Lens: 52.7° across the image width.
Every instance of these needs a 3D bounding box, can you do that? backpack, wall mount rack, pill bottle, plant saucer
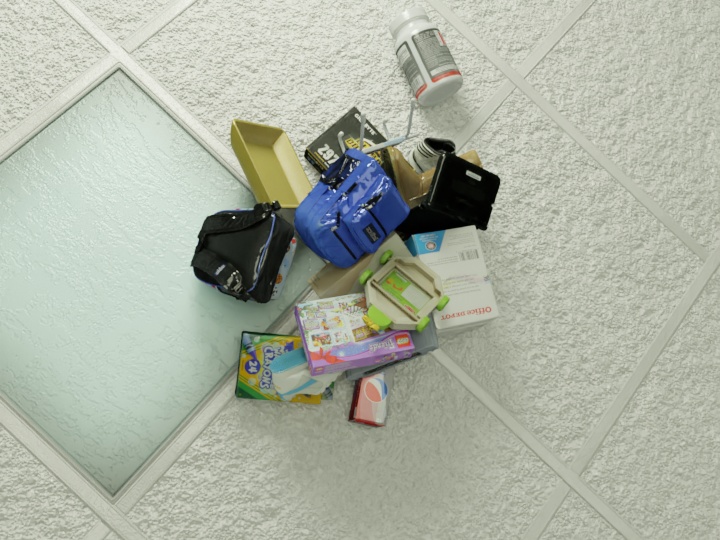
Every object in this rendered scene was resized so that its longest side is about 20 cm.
[{"bbox_3d":[-0.021,-0.110,1.407,0.200,0.168,0.163,-44,128,-6],"label":"backpack"},{"bbox_3d":[0.037,-0.290,1.512,0.199,0.174,0.075,-21,96,-20],"label":"wall mount rack"},{"bbox_3d":[0.148,-0.494,1.679,0.115,0.116,0.201,-21,81,-19],"label":"pill bottle"},{"bbox_3d":[-0.184,-0.206,1.505,0.048,0.200,0.201,-30,81,25],"label":"plant saucer"},{"bbox_3d":[-0.231,-0.033,1.425,0.189,0.154,0.201,12,74,30],"label":"backpack"}]

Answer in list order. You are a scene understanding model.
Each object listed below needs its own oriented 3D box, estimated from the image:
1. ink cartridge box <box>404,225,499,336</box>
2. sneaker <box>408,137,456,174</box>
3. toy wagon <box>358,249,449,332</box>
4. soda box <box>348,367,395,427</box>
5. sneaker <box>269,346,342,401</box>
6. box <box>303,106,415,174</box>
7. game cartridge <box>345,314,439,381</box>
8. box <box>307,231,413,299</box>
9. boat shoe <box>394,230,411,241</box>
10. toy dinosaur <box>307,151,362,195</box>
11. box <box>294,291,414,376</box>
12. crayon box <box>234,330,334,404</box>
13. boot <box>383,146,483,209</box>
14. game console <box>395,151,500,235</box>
[{"bbox_3d":[0.176,0.031,1.526,0.146,0.145,0.202,-9,77,-17],"label":"ink cartridge box"},{"bbox_3d":[0.197,-0.214,1.614,0.200,0.115,0.076,44,69,0],"label":"sneaker"},{"bbox_3d":[0.069,0.052,1.374,0.155,0.040,0.200,39,54,12],"label":"toy wagon"},{"bbox_3d":[0.030,0.213,1.482,0.069,0.063,0.202,13,73,-10],"label":"soda box"},{"bbox_3d":[-0.073,0.185,1.392,0.198,0.077,0.081,-16,116,-15],"label":"sneaker"},{"bbox_3d":[-0.002,-0.239,1.607,0.160,0.049,0.200,-43,89,-19],"label":"box"},{"bbox_3d":[0.048,0.125,1.436,0.199,0.041,0.134,-24,56,18],"label":"game cartridge"},{"bbox_3d":[0.000,0.000,1.479,0.200,0.095,0.078,-40,119,-5],"label":"box"},{"bbox_3d":[0.039,-0.088,1.573,0.199,0.072,0.076,-18,63,-24],"label":"boat shoe"},{"bbox_3d":[-0.048,-0.160,1.525,0.077,0.102,0.201,26,97,29],"label":"toy dinosaur"},{"bbox_3d":[-0.013,0.113,1.364,0.198,0.039,0.138,-8,58,-17],"label":"box"},{"bbox_3d":[-0.141,0.192,1.434,0.198,0.052,0.127,6,90,-13],"label":"crayon box"},{"bbox_3d":[0.157,-0.211,1.537,0.199,0.066,0.176,-23,121,-10],"label":"boot"},{"bbox_3d":[0.175,-0.145,1.522,0.199,0.116,0.177,14,94,-44],"label":"game console"}]
